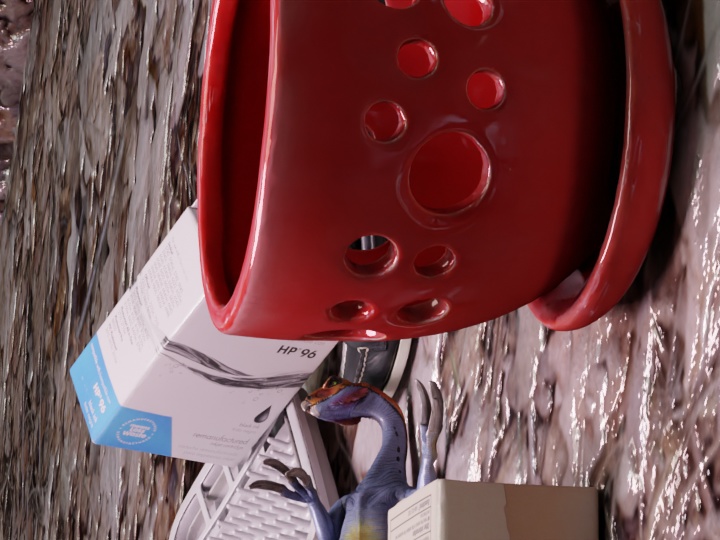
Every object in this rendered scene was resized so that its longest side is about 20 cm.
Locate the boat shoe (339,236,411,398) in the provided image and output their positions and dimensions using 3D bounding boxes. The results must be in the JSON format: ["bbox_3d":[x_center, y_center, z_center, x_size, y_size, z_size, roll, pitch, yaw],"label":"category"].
[{"bbox_3d":[0.000,0.001,1.449,0.075,0.066,0.200,-101,20,-46],"label":"boat shoe"}]

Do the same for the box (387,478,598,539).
[{"bbox_3d":[0.058,0.200,1.127,0.095,0.078,0.200,137,135,-71],"label":"box"}]

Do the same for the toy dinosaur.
[{"bbox_3d":[-0.006,0.150,1.407,0.182,0.105,0.200,-70,-19,-57],"label":"toy dinosaur"}]

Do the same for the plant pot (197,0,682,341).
[{"bbox_3d":[0.029,-0.065,1.104,0.200,0.182,0.201,-176,90,-76],"label":"plant pot"}]

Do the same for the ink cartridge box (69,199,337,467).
[{"bbox_3d":[-0.083,0.031,1.595,0.200,0.116,0.068,-52,43,32],"label":"ink cartridge box"}]

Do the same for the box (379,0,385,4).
[{"bbox_3d":[-0.028,-0.161,1.574,0.164,0.086,0.200,-165,80,-76],"label":"box"}]

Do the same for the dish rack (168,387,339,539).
[{"bbox_3d":[-0.063,0.175,1.639,0.172,0.043,0.200,-58,24,22],"label":"dish rack"}]
